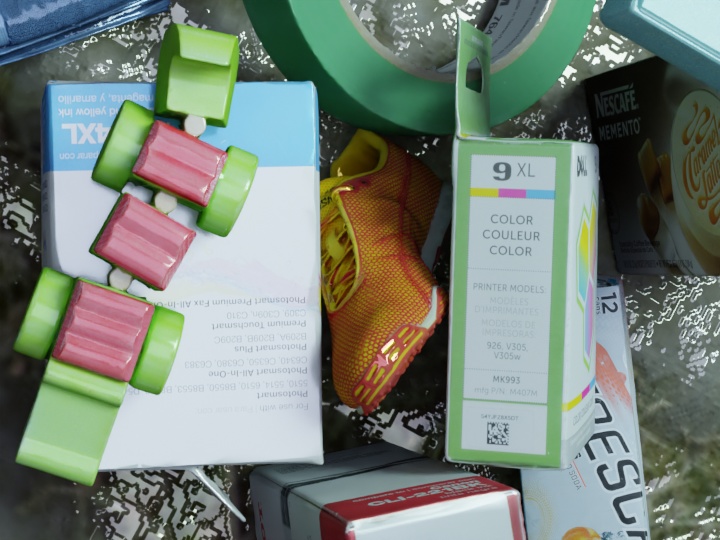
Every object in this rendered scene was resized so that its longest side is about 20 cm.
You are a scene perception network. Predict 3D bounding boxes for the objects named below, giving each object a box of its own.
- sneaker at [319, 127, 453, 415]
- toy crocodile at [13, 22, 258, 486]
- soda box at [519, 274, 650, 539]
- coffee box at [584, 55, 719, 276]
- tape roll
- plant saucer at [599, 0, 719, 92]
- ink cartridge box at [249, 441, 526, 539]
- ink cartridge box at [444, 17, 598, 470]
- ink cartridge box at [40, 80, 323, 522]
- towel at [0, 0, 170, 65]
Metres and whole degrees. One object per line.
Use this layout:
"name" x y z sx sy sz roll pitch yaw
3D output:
"sneaker" 0.000 0.000 0.801 0.077 0.200 0.073 31 116 -14
"toy crocodile" -0.095 -0.007 0.702 0.067 0.062 0.201 24 87 -10
"soda box" 0.117 0.105 0.871 0.063 0.068 0.202 -7 92 11
"coffee box" 0.190 -0.058 0.826 0.079 0.200 0.115 -10 93 -12
"tape roll" 0.032 -0.169 0.836 0.199 0.048 0.202 -3 96 -32
"plant saucer" 0.203 -0.091 0.717 0.199 0.019 0.070 28 85 -12
"ink cartridge box" 0.014 0.168 0.791 0.083 0.200 0.145 -9 93 -16
"ink cartridge box" 0.079 -0.014 0.783 0.059 0.104 0.202 2 94 14
"ink cartridge box" -0.090 0.015 0.800 0.124 0.129 0.202 -1 90 -12
"towel" -0.194 -0.152 0.810 0.199 0.049 0.112 -23 86 -14
